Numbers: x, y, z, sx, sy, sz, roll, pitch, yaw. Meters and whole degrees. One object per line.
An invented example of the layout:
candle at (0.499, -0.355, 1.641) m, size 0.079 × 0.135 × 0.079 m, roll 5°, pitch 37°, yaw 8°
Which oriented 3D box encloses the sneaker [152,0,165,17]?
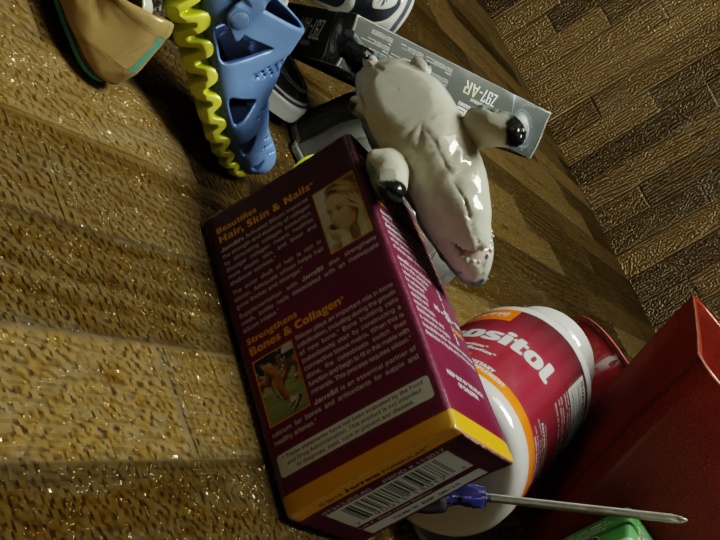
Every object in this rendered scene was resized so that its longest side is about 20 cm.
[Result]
sneaker at (-0.164, -0.253, 0.791) m, size 0.070 × 0.074 × 0.203 m, roll 48°, pitch 40°, yaw -66°

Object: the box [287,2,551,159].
box at (0.040, -0.163, 0.990) m, size 0.198 × 0.044 × 0.160 m, roll 21°, pitch 6°, yaw -28°

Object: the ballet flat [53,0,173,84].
ballet flat at (-0.169, -0.207, 0.686) m, size 0.202 × 0.063 × 0.069 m, roll 61°, pitch 16°, yaw 4°

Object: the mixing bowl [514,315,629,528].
mixing bowl at (0.170, 0.151, 0.956) m, size 0.200 × 0.107 × 0.203 m, roll 159°, pitch -90°, yaw -83°

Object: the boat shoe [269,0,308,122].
boat shoe at (-0.089, -0.212, 0.917) m, size 0.201 × 0.067 × 0.072 m, roll 56°, pitch 17°, yaw -15°

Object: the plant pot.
plant pot at (0.220, 0.164, 0.780) m, size 0.200 × 0.176 × 0.200 m, roll 50°, pitch 18°, yaw 2°

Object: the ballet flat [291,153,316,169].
ballet flat at (0.000, 0.000, 0.863) m, size 0.201 × 0.066 × 0.067 m, roll 57°, pitch -4°, yaw -20°

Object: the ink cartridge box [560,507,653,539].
ink cartridge box at (0.103, 0.227, 0.625) m, size 0.084 × 0.146 × 0.200 m, roll 58°, pitch 16°, yaw -2°

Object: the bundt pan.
bundt pan at (0.026, -0.066, 1.003) m, size 0.203 × 0.075 × 0.203 m, roll 53°, pitch 18°, yaw -26°

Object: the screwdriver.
screwdriver at (0.091, 0.139, 0.690) m, size 0.029 × 0.197 × 0.028 m, roll 87°, pitch 13°, yaw -50°

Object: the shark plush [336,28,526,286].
shark plush at (0.020, -0.080, 0.715) m, size 0.200 × 0.090 × 0.084 m, roll 46°, pitch -16°, yaw 35°

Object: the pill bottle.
pill bottle at (0.092, 0.091, 0.801) m, size 0.114 × 0.112 × 0.199 m, roll 60°, pitch 30°, yaw 2°

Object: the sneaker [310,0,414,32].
sneaker at (-0.054, -0.273, 0.977) m, size 0.198 × 0.080 × 0.130 m, roll 37°, pitch 1°, yaw 17°

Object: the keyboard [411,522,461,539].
keyboard at (0.022, 0.123, 0.799) m, size 0.202 × 0.011 × 0.056 m, roll 62°, pitch 22°, yaw 7°

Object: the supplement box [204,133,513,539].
supplement box at (-0.005, 0.038, 0.680) m, size 0.086 × 0.109 × 0.202 m, roll 37°, pitch 28°, yaw -54°

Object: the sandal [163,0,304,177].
sandal at (-0.074, -0.143, 0.746) m, size 0.201 × 0.086 × 0.080 m, roll 81°, pitch -9°, yaw -48°
